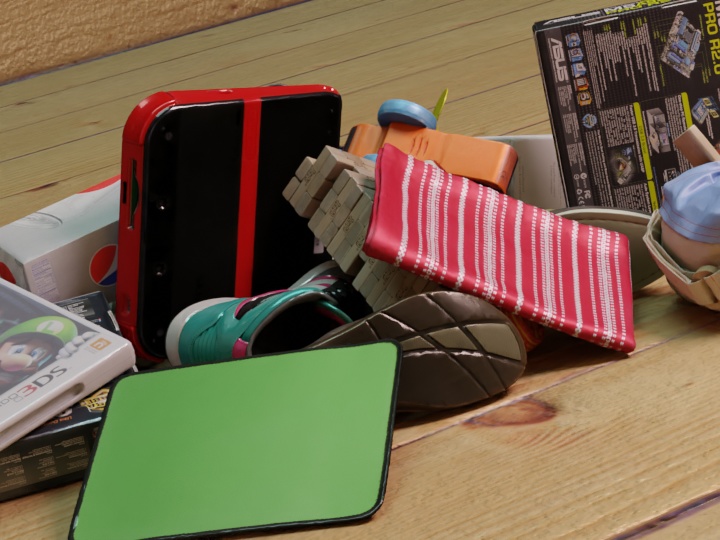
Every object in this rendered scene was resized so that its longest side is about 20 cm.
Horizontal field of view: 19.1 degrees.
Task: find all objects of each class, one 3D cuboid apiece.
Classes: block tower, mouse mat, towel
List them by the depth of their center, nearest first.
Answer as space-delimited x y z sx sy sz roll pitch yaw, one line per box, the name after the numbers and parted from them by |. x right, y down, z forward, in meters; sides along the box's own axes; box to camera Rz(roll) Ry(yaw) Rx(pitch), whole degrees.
-0.074 0.106 1.315 0.200 0.008 0.161 -7 38 14 | mouse mat
0.098 -0.017 1.480 0.200 0.022 0.145 21 30 -6 | towel
0.020 -0.012 1.508 0.058 0.054 0.200 15 26 -44 | block tower

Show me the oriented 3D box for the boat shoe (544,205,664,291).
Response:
0.144 -0.015 1.603 0.201 0.072 0.061 -9 18 22 | boat shoe

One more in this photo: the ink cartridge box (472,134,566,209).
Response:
0.143 -0.079 1.772 0.115 0.068 0.200 2 5 42 | ink cartridge box

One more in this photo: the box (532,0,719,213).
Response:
0.227 -0.105 1.627 0.160 0.200 0.044 -12 13 4 | box

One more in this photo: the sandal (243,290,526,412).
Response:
0.010 0.072 1.408 0.200 0.082 0.055 -22 -6 -12 | sandal

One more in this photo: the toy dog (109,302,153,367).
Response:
-0.232 0.049 1.615 0.132 0.096 0.200 -10 14 9 | toy dog

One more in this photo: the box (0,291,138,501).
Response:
-0.250 0.094 1.461 0.200 0.046 0.159 -15 33 -13 | box

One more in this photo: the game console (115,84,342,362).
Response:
-0.095 -0.035 1.568 0.177 0.200 0.031 -7 20 -36 | game console

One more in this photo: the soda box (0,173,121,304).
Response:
-0.174 -0.029 1.594 0.200 0.063 0.068 -27 33 -25 | soda box

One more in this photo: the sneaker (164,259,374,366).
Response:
-0.024 0.039 1.507 0.200 0.084 0.121 -17 17 -32 | sneaker

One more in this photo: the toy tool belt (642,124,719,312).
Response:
0.273 -0.031 1.454 0.125 0.123 0.200 -17 15 -18 | toy tool belt

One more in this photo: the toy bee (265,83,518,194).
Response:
0.029 -0.092 1.681 0.131 0.200 0.109 -49 -19 -13 | toy bee

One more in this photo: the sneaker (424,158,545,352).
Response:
0.071 0.002 1.545 0.077 0.073 0.200 -40 42 5 | sneaker

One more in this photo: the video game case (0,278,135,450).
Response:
-0.284 0.066 1.445 0.200 0.023 0.182 22 43 39 | video game case
